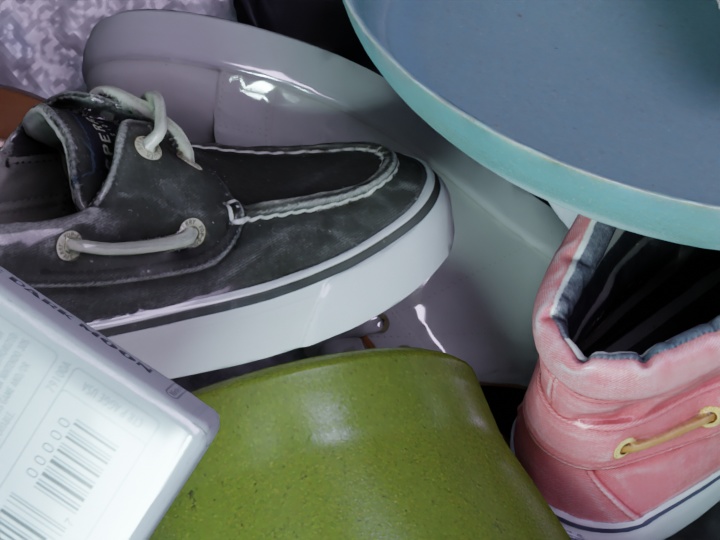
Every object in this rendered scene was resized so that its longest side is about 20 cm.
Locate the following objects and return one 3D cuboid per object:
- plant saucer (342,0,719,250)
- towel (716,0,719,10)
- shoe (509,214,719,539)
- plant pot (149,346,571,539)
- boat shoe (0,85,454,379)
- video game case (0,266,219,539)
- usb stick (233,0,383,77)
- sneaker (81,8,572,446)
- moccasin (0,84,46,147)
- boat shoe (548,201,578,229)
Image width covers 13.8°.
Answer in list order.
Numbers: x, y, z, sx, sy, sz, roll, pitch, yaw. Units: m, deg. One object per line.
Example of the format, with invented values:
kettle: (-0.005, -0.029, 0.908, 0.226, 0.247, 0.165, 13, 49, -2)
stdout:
plant saucer: (0.089, -0.059, 0.802, 0.200, 0.027, 0.200, 8, 32, -5)
towel: (0.145, -0.123, 0.841, 0.132, 0.035, 0.200, 1, 46, -13)
shoe: (0.122, -0.006, 0.826, 0.200, 0.091, 0.071, -36, 62, -23)
plant pot: (-0.002, 0.130, 0.768, 0.200, 0.200, 0.193, -11, 72, -23)
boat shoe: (-0.063, -0.010, 0.744, 0.200, 0.071, 0.064, -15, 116, -29)
video game case: (-0.159, 0.065, 0.671, 0.182, 0.023, 0.200, 33, 100, 2)
usb stick: (0.058, -0.101, 0.895, 0.200, 0.033, 0.056, -23, 78, -7)
sneaker: (0.000, 0.000, 0.854, 0.200, 0.073, 0.085, 31, 66, -13)
moccasin: (-0.138, -0.022, 0.793, 0.201, 0.074, 0.078, 21, 25, -16)
boat shoe: (0.126, -0.071, 0.902, 0.200, 0.057, 0.069, -35, 87, -41)
